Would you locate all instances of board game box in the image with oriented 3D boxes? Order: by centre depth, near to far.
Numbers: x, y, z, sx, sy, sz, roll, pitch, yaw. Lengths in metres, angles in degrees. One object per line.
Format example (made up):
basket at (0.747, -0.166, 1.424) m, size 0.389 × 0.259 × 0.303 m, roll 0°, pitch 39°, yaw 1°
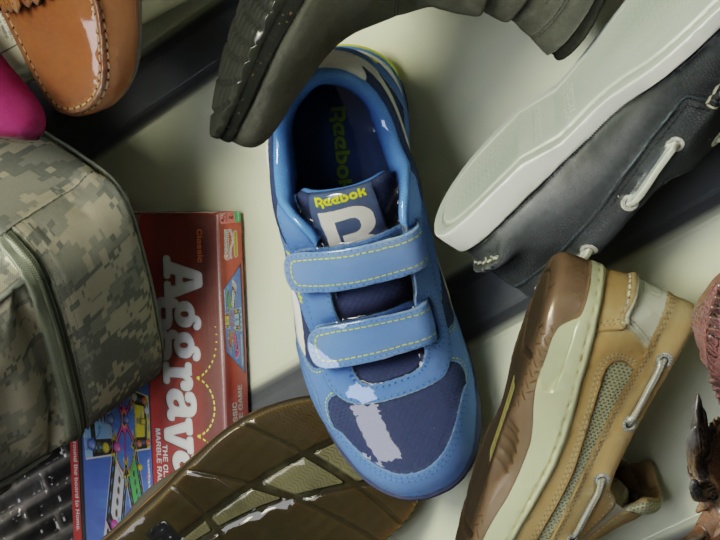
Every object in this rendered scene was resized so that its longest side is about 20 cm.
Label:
board game box at (-0.096, 0.072, 1.313) m, size 0.103 × 0.019 × 0.201 m, roll 0°, pitch 95°, yaw 37°

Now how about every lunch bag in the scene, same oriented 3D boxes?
lunch bag at (-0.213, 0.013, 1.263) m, size 0.200 × 0.168 × 0.140 m, roll 32°, pitch 144°, yaw 32°

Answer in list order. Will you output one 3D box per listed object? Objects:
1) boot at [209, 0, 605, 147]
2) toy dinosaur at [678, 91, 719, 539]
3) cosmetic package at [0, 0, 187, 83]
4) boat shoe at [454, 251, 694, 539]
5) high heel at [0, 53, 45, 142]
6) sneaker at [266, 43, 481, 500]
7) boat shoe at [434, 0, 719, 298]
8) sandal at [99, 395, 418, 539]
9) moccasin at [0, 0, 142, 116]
boot at (0.033, -0.114, 1.110) m, size 0.200 × 0.130 × 0.068 m, roll -59°, pitch 16°, yaw 12°
toy dinosaur at (0.155, 0.034, 1.027) m, size 0.135 × 0.200 × 0.086 m, roll -34°, pitch 39°, yaw -3°
cosmetic package at (-0.117, -0.162, 1.265) m, size 0.200 × 0.071 × 0.106 m, roll -21°, pitch 92°, yaw 38°
boat shoe at (0.086, 0.088, 1.138) m, size 0.076 × 0.072 × 0.201 m, roll 15°, pitch 127°, yaw -4°
high heel at (-0.197, -0.125, 1.228) m, size 0.200 × 0.067 × 0.097 m, roll 29°, pitch 107°, yaw 37°
sneaker at (0.000, 0.000, 1.177) m, size 0.074 × 0.082 × 0.201 m, roll -15°, pitch 86°, yaw 3°
boat shoe at (0.114, -0.065, 1.106) m, size 0.060 × 0.076 × 0.200 m, roll 36°, pitch 126°, yaw -18°
sandal at (-0.057, 0.118, 1.255) m, size 0.200 × 0.055 × 0.082 m, roll -39°, pitch 96°, yaw 20°
moccasin at (-0.150, -0.162, 1.192) m, size 0.073 × 0.078 × 0.202 m, roll -5°, pitch 105°, yaw 36°
